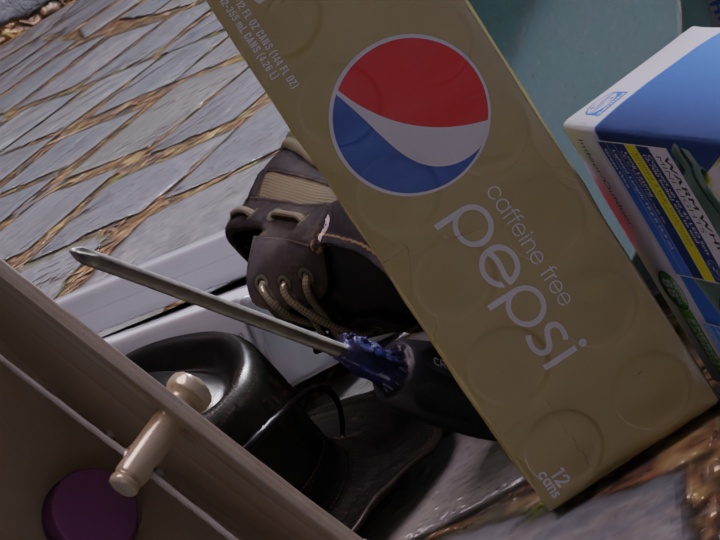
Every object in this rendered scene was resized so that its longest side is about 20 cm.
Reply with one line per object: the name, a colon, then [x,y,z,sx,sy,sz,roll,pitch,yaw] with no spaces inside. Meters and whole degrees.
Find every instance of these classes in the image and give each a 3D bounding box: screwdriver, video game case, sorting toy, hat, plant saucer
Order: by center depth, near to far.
sorting toy: [-0.107,0.106,0.738,0.180,0.200,0.107,-53,2,-23]
screwdriver: [-0.016,0.018,0.788,0.028,0.200,0.029,1,70,47]
hat: [-0.069,0.073,0.900,0.200,0.081,0.201,-32,15,9]
plant saucer: [0.078,-0.059,0.903,0.036,0.201,0.200,6,-3,-25]
video game case: [-0.075,-0.003,1.159,0.199,0.024,0.182,-21,2,30]

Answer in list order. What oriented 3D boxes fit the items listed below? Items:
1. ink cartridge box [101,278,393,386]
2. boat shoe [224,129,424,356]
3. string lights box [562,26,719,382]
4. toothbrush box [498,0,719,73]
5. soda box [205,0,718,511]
ink cartridge box: [-0.028,0.018,1.103,0.200,0.057,0.162,-19,0,-43]
boat shoe: [0.000,0.000,0.905,0.073,0.074,0.200,-46,19,-2]
string lights box: [0.140,-0.012,0.677,0.059,0.103,0.200,-36,14,-11]
toothbrush box: [0.125,-0.100,1.029,0.200,0.086,0.146,-20,20,45]
soda box: [0.031,-0.027,0.766,0.068,0.200,0.064,-33,15,3]
